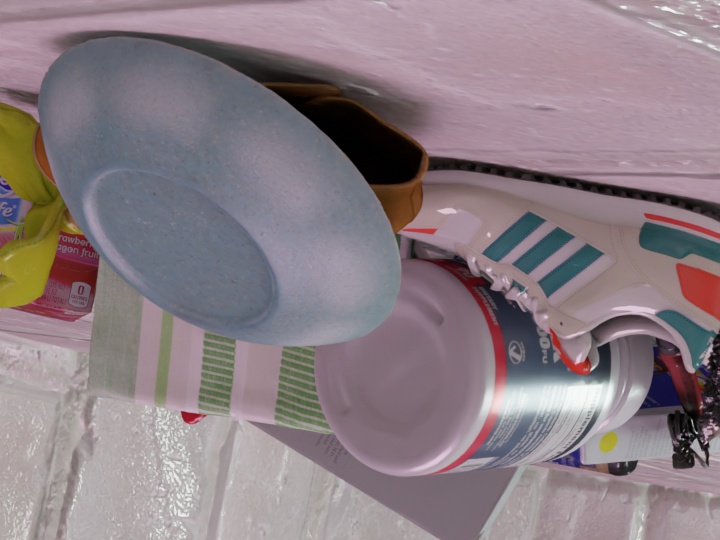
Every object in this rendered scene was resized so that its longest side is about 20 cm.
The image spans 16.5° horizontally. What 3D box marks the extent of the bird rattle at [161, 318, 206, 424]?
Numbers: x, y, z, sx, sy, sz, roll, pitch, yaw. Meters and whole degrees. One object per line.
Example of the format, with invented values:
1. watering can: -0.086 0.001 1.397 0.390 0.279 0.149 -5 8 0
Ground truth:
1. bird rattle: -0.097 0.013 1.615 0.112 0.164 0.200 -29 -171 -9

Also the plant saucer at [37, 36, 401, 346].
1. plant saucer: -0.077 -0.023 1.176 0.200 0.039 0.201 24 147 17

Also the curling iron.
1. curling iron: 0.192 0.053 1.495 0.025 0.050 0.200 -6 137 9

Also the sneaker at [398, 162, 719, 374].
1. sneaker: 0.097 0.003 1.300 0.199 0.094 0.070 10 173 15

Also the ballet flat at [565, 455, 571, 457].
1. ballet flat: 0.086 0.064 1.744 0.199 0.068 0.046 33 147 -1

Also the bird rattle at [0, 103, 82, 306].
1. bird rattle: -0.110 -0.041 1.377 0.199 0.113 0.163 -2 -176 20

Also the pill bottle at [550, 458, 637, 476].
1. pill bottle: 0.123 0.088 1.926 0.199 0.112 0.112 10 173 14

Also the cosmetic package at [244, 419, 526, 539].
1. cosmetic package: 0.019 0.110 1.749 0.199 0.081 0.113 29 -170 6

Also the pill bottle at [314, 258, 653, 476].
1. pill bottle: 0.078 0.053 1.422 0.119 0.120 0.200 6 -176 38

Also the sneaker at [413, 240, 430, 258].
1. sneaker: 0.000 0.000 1.603 0.072 0.072 0.200 -4 -178 -28

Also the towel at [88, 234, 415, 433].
1. towel: -0.067 0.017 1.486 0.199 0.153 0.023 8 -169 17

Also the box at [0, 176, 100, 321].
1. box: -0.259 -0.037 1.565 0.199 0.100 0.095 12 174 -12

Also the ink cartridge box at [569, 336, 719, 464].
1. ink cartridge box: 0.130 0.071 1.639 0.199 0.047 0.198 -3 -158 -31

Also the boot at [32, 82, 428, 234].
1. boot: -0.065 -0.063 1.206 0.200 0.071 0.144 14 164 1

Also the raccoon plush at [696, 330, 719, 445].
1. raccoon plush: 0.214 0.031 1.437 0.200 0.097 0.134 48 153 -26

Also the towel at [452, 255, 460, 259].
1. towel: 0.158 0.003 1.528 0.199 0.022 0.147 12 174 -5
